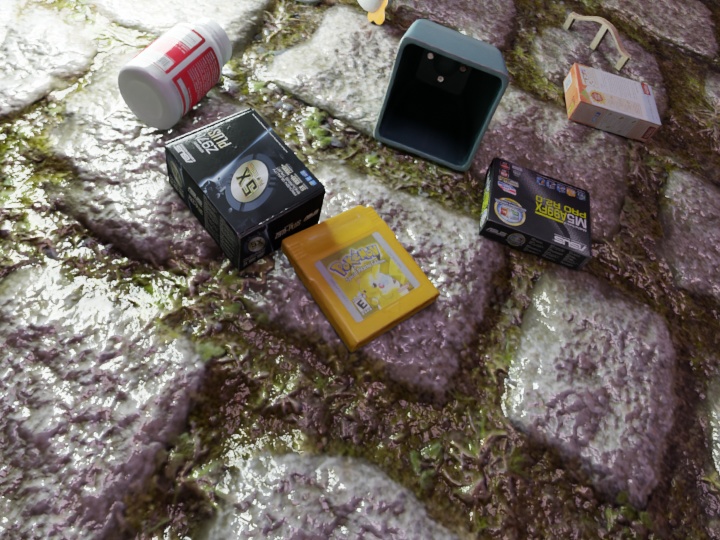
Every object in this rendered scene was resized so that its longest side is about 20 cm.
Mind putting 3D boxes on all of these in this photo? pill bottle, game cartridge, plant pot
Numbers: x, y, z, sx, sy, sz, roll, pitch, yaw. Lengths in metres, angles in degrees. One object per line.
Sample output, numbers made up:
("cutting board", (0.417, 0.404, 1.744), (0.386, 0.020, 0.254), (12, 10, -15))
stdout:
("pill bottle", (-0.304, -0.341, 0.913), (0.110, 0.113, 0.202), (26, 54, 3))
("game cartridge", (0.000, 0.000, 0.824), (0.174, 0.033, 0.202), (-27, 69, -29))
("plant pot", (0.154, -0.349, 1.007), (0.191, 0.199, 0.203), (19, 45, -1))

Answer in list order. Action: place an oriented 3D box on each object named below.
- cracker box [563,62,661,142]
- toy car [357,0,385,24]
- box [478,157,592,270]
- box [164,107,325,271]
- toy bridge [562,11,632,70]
("cracker box", (0.563, -0.378, 1.217), (0.194, 0.058, 0.137), (14, 55, -5))
("toy car", (0.022, -0.644, 1.207), (0.180, 0.175, 0.207), (-1, 84, -32))
("box", (0.316, -0.105, 0.974), (0.195, 0.045, 0.163), (19, 54, -2))
("box", (-0.176, -0.130, 0.827), (0.162, 0.087, 0.201), (-32, 70, -30))
("toy bridge", (0.607, -0.593, 1.365), (0.027, 0.068, 0.201), (-31, 69, -31))
